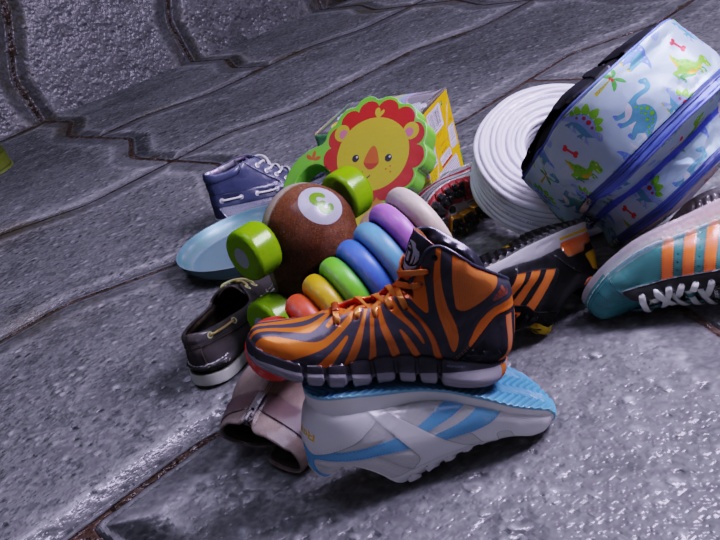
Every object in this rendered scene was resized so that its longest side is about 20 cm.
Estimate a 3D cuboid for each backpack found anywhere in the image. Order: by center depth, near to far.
[{"bbox_3d":[0.258,-0.124,0.836,0.183,0.147,0.200,-44,-11,-5],"label":"backpack"}]

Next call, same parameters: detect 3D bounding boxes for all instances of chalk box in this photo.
[{"bbox_3d":[0.023,-0.160,1.242,0.199,0.124,0.125,-4,28,30],"label":"chalk box"}]

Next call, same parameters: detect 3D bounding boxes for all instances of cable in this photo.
[{"bbox_3d":[0.222,-0.122,1.004,0.199,0.069,0.200,-30,56,-12],"label":"cable"}]

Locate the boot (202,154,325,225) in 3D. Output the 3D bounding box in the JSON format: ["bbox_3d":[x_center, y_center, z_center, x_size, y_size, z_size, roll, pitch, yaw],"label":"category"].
[{"bbox_3d":[-0.129,-0.135,1.326,0.199,0.091,0.073,-24,25,-14],"label":"boot"}]

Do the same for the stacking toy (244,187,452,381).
[{"bbox_3d":[-0.015,0.020,0.772,0.200,0.086,0.085,-40,28,-9],"label":"stacking toy"}]

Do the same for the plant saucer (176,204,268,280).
[{"bbox_3d":[-0.149,-0.037,1.210,0.199,0.028,0.200,-15,25,7],"label":"plant saucer"}]

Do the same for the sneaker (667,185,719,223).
[{"bbox_3d":[0.368,-0.053,0.847,0.200,0.079,0.079,-39,59,5],"label":"sneaker"}]

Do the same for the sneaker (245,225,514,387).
[{"bbox_3d":[0.016,0.022,0.662,0.198,0.113,0.078,0,21,-8],"label":"sneaker"}]

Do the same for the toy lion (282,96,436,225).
[{"bbox_3d":[-0.005,-0.111,1.077,0.199,0.193,0.069,-4,-15,29],"label":"toy lion"}]

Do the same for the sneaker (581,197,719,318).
[{"bbox_3d":[0.292,0.000,0.778,0.199,0.071,0.080,-30,59,14],"label":"sneaker"}]

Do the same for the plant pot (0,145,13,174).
[{"bbox_3d":[-0.955,-0.305,2.123,0.199,0.194,0.201,-14,24,6],"label":"plant pot"}]

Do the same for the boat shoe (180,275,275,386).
[{"bbox_3d":[-0.132,0.044,0.982,0.071,0.061,0.201,-7,26,21],"label":"boat shoe"}]

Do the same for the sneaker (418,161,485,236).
[{"bbox_3d":[0.146,-0.110,1.106,0.199,0.078,0.082,-25,20,-22],"label":"sneaker"}]

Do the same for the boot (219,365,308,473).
[{"bbox_3d":[-0.019,0.111,0.773,0.199,0.071,0.146,3,39,35],"label":"boot"}]

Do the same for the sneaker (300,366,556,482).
[{"bbox_3d":[0.052,0.115,0.698,0.198,0.081,0.077,1,21,-8],"label":"sneaker"}]

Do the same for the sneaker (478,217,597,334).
[{"bbox_3d":[0.137,0.024,0.805,0.199,0.091,0.070,-24,5,-25],"label":"sneaker"}]

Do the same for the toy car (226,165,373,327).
[{"bbox_3d":[0.000,0.000,0.883,0.199,0.159,0.164,16,39,43],"label":"toy car"}]
